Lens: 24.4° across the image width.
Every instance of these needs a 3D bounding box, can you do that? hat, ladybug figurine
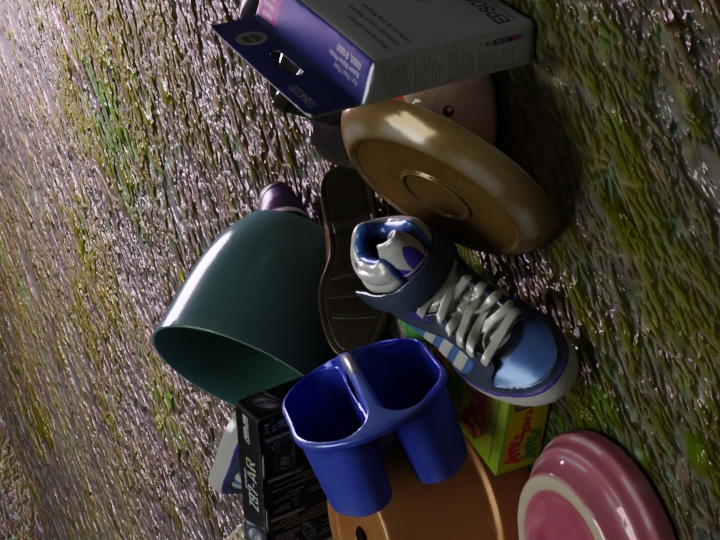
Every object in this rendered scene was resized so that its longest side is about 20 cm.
[{"bbox_3d":[-0.041,-0.191,1.560,0.200,0.080,0.203,20,112,60],"label":"hat"},{"bbox_3d":[0.051,-0.122,1.431,0.137,0.071,0.200,68,156,17],"label":"ladybug figurine"}]

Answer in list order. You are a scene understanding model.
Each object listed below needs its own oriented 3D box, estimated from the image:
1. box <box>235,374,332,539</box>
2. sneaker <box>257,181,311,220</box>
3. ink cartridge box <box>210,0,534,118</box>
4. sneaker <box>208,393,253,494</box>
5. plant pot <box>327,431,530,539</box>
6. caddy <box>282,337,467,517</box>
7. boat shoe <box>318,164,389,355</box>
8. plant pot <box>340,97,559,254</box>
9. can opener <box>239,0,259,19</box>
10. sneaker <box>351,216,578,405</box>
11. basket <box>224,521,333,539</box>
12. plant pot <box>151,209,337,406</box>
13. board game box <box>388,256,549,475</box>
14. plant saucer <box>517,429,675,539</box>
[{"bbox_3d":[-0.021,0.172,1.603,0.043,0.198,0.162,32,133,49],"label":"box"},{"bbox_3d":[-0.085,-0.003,1.836,0.088,0.075,0.202,-111,24,-52],"label":"sneaker"},{"bbox_3d":[0.006,-0.197,1.332,0.196,0.198,0.044,44,142,49],"label":"ink cartridge box"},{"bbox_3d":[-0.074,0.210,1.724,0.145,0.081,0.201,28,152,5],"label":"sneaker"},{"bbox_3d":[0.059,0.227,1.534,0.200,0.139,0.202,42,140,51],"label":"plant pot"},{"bbox_3d":[0.009,0.122,1.437,0.200,0.140,0.106,-129,14,-72],"label":"caddy"},{"bbox_3d":[0.000,0.000,1.595,0.068,0.071,0.202,68,-160,-62],"label":"boat shoe"},{"bbox_3d":[0.065,-0.068,1.331,0.199,0.028,0.200,29,163,9],"label":"plant pot"},{"bbox_3d":[-0.059,-0.306,1.598,0.200,0.063,0.079,135,145,-53],"label":"can opener"},{"bbox_3d":[0.071,0.026,1.341,0.200,0.081,0.146,35,177,43],"label":"sneaker"},{"bbox_3d":[-0.039,0.346,1.753,0.200,0.198,0.161,65,152,21],"label":"basket"},{"bbox_3d":[-0.089,0.038,1.683,0.162,0.199,0.200,-67,12,-22],"label":"plant pot"},{"bbox_3d":[0.095,0.073,1.478,0.200,0.047,0.102,53,148,41],"label":"board game box"},{"bbox_3d":[0.187,0.233,1.360,0.201,0.050,0.203,46,144,49],"label":"plant saucer"}]
